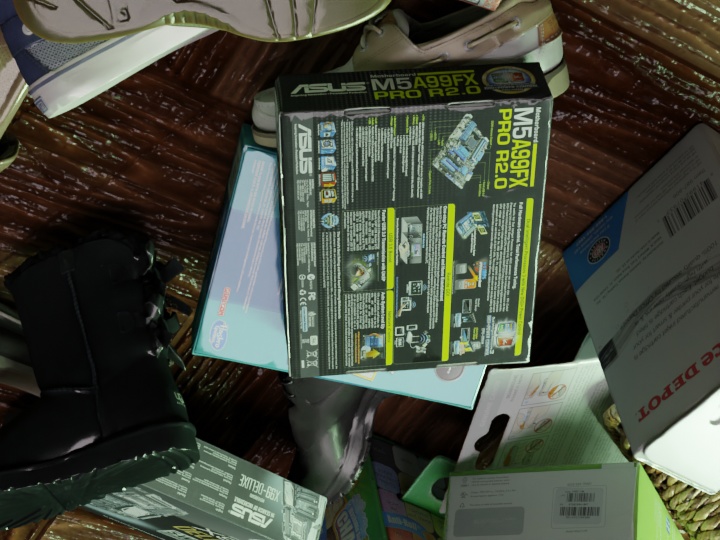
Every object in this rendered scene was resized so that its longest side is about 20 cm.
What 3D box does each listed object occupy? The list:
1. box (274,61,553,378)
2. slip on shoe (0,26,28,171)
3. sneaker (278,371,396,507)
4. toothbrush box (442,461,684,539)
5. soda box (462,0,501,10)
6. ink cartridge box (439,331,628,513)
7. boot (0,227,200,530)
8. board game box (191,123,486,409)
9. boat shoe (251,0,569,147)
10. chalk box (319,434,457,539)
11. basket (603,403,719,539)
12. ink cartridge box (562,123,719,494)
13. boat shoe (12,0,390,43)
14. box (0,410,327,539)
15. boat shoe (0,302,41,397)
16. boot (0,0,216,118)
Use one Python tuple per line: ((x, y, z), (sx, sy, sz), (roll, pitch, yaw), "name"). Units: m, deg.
((0.030, -0.027, 0.888), (0.159, 0.044, 0.201), (-5, 127, -5), "box")
((-0.240, -0.074, 0.884), (0.060, 0.076, 0.201), (14, 120, -18), "slip on shoe")
((-0.026, 0.093, 1.082), (0.090, 0.076, 0.201), (16, 118, -15), "sneaker")
((0.162, 0.225, 1.084), (0.145, 0.086, 0.200), (-7, 145, 24), "toothbrush box")
((-0.001, -0.213, 0.802), (0.199, 0.069, 0.064), (13, 130, -22), "soda box")
((0.158, 0.105, 1.106), (0.199, 0.050, 0.163), (-5, 134, -22), "ink cartridge box")
((-0.201, 0.069, 0.936), (0.197, 0.163, 0.073), (-18, 155, 3), "boot")
((0.000, 0.000, 0.969), (0.199, 0.047, 0.152), (12, 112, -12), "board game box")
((0.025, -0.127, 0.891), (0.199, 0.075, 0.069), (-13, 114, 3), "boat shoe")
((0.021, 0.225, 1.164), (0.124, 0.124, 0.200), (27, 122, -31), "chalk box")
((0.298, 0.103, 1.108), (0.200, 0.143, 0.149), (-39, 87, 3), "basket")
((0.232, 0.024, 0.970), (0.084, 0.201, 0.145), (27, 123, -29), "ink cartridge box")
((-0.081, -0.159, 0.764), (0.199, 0.063, 0.074), (-8, 117, -5), "boat shoe")
((-0.148, 0.158, 1.067), (0.200, 0.050, 0.157), (31, 154, -35), "box")
((-0.212, 0.063, 1.024), (0.199, 0.057, 0.067), (25, 151, -34), "boat shoe")
((-0.113, -0.173, 0.818), (0.199, 0.073, 0.091), (-30, 97, -12), "boot")
